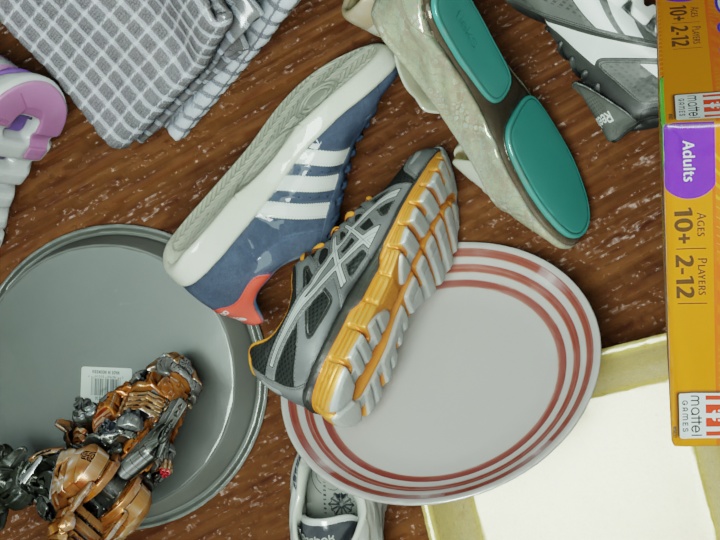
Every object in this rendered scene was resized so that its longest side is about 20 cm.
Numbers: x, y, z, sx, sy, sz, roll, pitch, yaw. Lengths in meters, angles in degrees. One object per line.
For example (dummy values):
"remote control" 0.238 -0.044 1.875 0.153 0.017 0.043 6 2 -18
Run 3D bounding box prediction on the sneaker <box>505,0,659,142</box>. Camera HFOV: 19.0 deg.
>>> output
"sneaker" 0.155 -0.129 1.321 0.200 0.066 0.091 27 92 6

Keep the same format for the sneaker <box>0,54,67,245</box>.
"sneaker" -0.269 -0.063 1.390 0.088 0.080 0.200 47 113 33

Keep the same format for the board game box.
"board game box" 0.268 -0.041 1.198 0.200 0.200 0.200 -2 120 7

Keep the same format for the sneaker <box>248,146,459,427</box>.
"sneaker" 0.000 0.000 1.317 0.077 0.078 0.200 14 56 27

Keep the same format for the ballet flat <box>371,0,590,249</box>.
"ballet flat" 0.074 -0.097 1.327 0.062 0.067 0.200 -14 116 41

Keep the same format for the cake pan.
"cake pan" -0.160 0.070 1.388 0.200 0.037 0.200 0 90 9

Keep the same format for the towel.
"towel" -0.151 -0.189 1.332 0.200 0.086 0.166 52 130 5

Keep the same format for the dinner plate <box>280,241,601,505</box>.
"dinner plate" 0.049 0.065 1.312 0.200 0.024 0.200 -9 47 10

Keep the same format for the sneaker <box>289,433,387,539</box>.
"sneaker" -0.015 0.198 1.343 0.076 0.081 0.200 -7 90 8

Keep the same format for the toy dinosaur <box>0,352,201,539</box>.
"toy dinosaur" -0.167 0.129 1.284 0.136 0.200 0.102 -29 93 43

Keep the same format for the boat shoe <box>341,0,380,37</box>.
"boat shoe" 0.050 -0.237 1.329 0.065 0.072 0.200 20 99 -23

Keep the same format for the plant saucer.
"plant saucer" 0.144 0.152 1.333 0.200 0.048 0.200 -14 88 10

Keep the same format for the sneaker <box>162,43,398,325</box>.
"sneaker" -0.033 -0.051 1.358 0.085 0.075 0.200 43 87 -20
